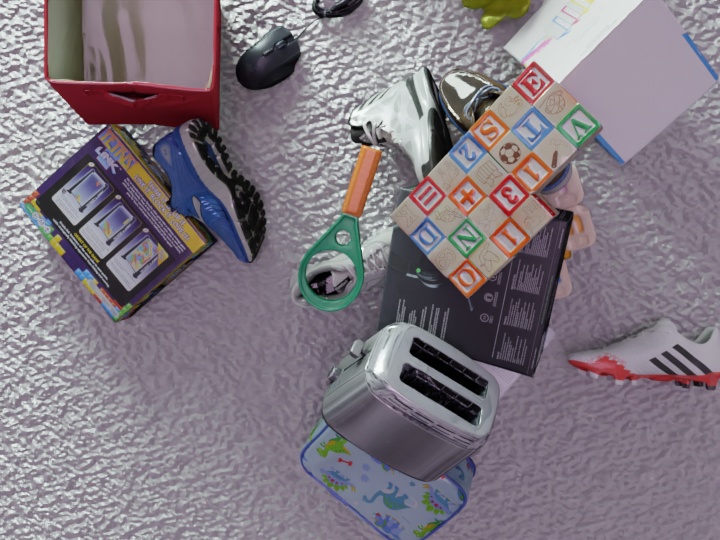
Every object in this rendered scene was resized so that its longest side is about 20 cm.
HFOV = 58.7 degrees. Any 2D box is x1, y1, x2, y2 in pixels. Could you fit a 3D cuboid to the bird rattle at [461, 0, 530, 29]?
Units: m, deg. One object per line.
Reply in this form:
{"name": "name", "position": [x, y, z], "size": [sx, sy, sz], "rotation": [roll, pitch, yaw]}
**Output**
{"name": "bird rattle", "position": [0.185, -0.407, 0.762], "size": [0.163, 0.113, 0.200], "rotation": [44, 93, 16]}

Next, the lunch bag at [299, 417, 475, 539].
{"name": "lunch bag", "position": [0.031, 0.247, 0.819], "size": [0.200, 0.082, 0.161], "rotation": [39, 119, 1]}

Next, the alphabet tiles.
{"name": "alphabet tiles", "position": [0.169, -0.051, 0.763], "size": [0.199, 0.015, 0.197], "rotation": [-17, 94, 25]}

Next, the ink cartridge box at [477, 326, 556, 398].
{"name": "ink cartridge box", "position": [0.128, 0.103, 0.839], "size": [0.162, 0.050, 0.200], "rotation": [41, 90, 0]}

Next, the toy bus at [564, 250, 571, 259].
{"name": "toy bus", "position": [0.206, -0.101, 0.794], "size": [0.065, 0.078, 0.201], "rotation": [-18, 94, 5]}

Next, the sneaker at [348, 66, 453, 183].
{"name": "sneaker", "position": [0.046, -0.153, 0.766], "size": [0.115, 0.202, 0.076], "rotation": [-20, 134, 20]}

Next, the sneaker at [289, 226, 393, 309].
{"name": "sneaker", "position": [0.000, 0.000, 0.817], "size": [0.199, 0.081, 0.076], "rotation": [-25, 91, 4]}

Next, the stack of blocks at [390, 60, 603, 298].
{"name": "stack of blocks", "position": [0.141, -0.085, 0.627], "size": [0.115, 0.059, 0.200], "rotation": [47, 111, 10]}

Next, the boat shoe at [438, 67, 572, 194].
{"name": "boat shoe", "position": [0.152, -0.169, 0.705], "size": [0.072, 0.072, 0.200], "rotation": [-48, 61, 11]}

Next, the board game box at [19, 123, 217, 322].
{"name": "board game box", "position": [-0.316, -0.062, 0.844], "size": [0.165, 0.057, 0.200], "rotation": [-39, 91, 4]}

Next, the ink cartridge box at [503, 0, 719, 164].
{"name": "ink cartridge box", "position": [0.264, -0.237, 0.715], "size": [0.128, 0.201, 0.125], "rotation": [36, 112, -25]}

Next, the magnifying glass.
{"name": "magnifying glass", "position": [-0.018, -0.047, 0.755], "size": [0.079, 0.022, 0.201], "rotation": [19, 105, 1]}

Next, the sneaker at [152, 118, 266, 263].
{"name": "sneaker", "position": [-0.188, -0.091, 0.805], "size": [0.089, 0.079, 0.201], "rotation": [-12, 125, 22]}

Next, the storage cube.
{"name": "storage cube", "position": [-0.246, -0.271, 0.734], "size": [0.169, 0.180, 0.202], "rotation": [0, 88, -11]}

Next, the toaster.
{"name": "toaster", "position": [0.063, 0.148, 0.707], "size": [0.199, 0.114, 0.129], "rotation": [33, 140, -5]}

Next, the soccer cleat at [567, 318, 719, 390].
{"name": "soccer cleat", "position": [0.362, 0.102, 0.812], "size": [0.198, 0.069, 0.086], "rotation": [4, 87, 0]}

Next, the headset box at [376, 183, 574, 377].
{"name": "headset box", "position": [0.123, 0.002, 0.733], "size": [0.199, 0.093, 0.176], "rotation": [13, 105, 20]}

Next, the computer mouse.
{"name": "computer mouse", "position": [-0.078, -0.303, 0.817], "size": [0.200, 0.034, 0.059], "rotation": [-39, 91, 6]}
